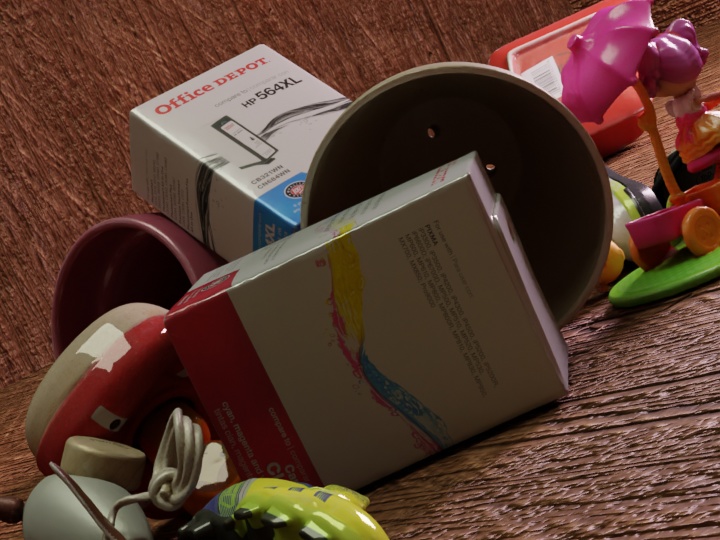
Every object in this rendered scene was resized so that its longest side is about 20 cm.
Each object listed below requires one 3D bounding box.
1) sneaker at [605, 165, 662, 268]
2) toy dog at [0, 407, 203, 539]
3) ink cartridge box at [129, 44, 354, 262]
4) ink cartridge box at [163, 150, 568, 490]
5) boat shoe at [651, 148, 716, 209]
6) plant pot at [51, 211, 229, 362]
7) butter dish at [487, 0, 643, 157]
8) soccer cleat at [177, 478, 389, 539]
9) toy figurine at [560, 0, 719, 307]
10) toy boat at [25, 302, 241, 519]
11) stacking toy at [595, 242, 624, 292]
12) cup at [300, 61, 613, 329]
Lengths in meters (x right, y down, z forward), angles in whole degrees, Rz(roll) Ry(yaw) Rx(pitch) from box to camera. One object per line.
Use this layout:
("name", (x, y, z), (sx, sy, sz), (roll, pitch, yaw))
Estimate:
("sneaker", (0.173, -0.034, 1.493), (0.083, 0.072, 0.200), (-28, 5, -5))
("toy dog", (-0.160, 0.148, 1.082), (0.096, 0.133, 0.200), (8, -15, -19))
("ink cartridge box", (-0.065, -0.078, 1.513), (0.146, 0.085, 0.200), (-31, 50, -32))
("ink cartridge box", (0.011, 0.036, 1.169), (0.199, 0.145, 0.145), (-25, 6, 9))
("boat shoe", (0.294, -0.091, 1.458), (0.199, 0.075, 0.066), (-22, 9, 42))
("plant pot", (-0.126, 0.046, 1.606), (0.179, 0.201, 0.200), (-10, -8, -46))
("butter dish", (0.270, -0.198, 2.332), (0.199, 0.148, 0.201), (-22, 48, 19))
("soccer cleat", (-0.023, 0.123, 0.932), (0.083, 0.065, 0.200), (-26, 4, -24))
("toy figurine", (0.217, -0.100, 1.314), (0.200, 0.185, 0.150), (-29, 6, -34))
("toy boat", (-0.117, 0.110, 1.244), (0.131, 0.131, 0.200), (-52, -34, 3))
("stacking toy", (0.094, 0.007, 1.408), (0.199, 0.117, 0.110), (-12, 8, 17))
("cup", (0.061, -0.053, 1.300), (0.200, 0.201, 0.143), (-25, 16, 8))
